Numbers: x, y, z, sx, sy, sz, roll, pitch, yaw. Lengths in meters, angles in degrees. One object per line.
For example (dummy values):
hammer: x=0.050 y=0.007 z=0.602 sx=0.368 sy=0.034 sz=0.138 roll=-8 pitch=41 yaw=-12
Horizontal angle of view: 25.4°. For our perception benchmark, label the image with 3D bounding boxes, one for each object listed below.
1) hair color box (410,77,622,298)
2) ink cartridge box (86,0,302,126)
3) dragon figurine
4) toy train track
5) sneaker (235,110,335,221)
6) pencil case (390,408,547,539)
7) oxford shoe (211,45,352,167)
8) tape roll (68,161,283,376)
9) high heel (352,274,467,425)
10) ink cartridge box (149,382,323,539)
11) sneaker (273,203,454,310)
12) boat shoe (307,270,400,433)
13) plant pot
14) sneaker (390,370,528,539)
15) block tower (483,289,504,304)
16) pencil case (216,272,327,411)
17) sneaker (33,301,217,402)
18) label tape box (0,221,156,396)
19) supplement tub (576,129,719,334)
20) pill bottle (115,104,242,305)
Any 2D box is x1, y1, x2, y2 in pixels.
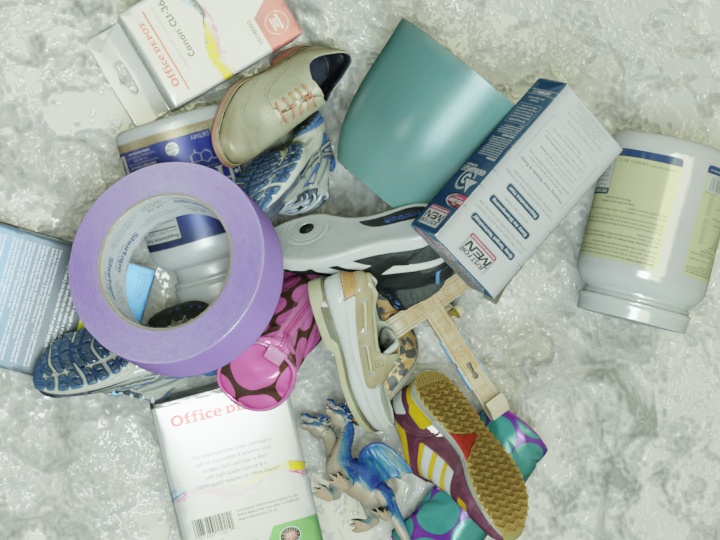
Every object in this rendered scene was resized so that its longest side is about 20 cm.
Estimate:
hair color box: x=0.154 y=-0.082 z=1.570 sx=0.200 sy=0.061 sz=0.100 roll=-49 pitch=116 yaw=-7
ink cartridge box: x=-0.177 y=-0.247 z=1.685 sx=0.200 sy=0.067 sz=0.117 roll=-33 pitch=97 yaw=-8
dragon figurine: x=0.013 y=0.222 z=1.690 sx=0.200 sy=0.059 sz=0.099 roll=39 pitch=42 yaw=-5
toy train track: x=0.100 y=0.070 z=1.705 sx=0.115 sy=0.033 sz=0.200 roll=-34 pitch=94 yaw=-19
sneaker: x=-0.067 y=-0.091 z=1.663 sx=0.077 sy=0.200 sz=0.085 roll=-15 pitch=115 yaw=28
pencil case: x=0.116 y=0.244 z=1.750 sx=0.092 sy=0.085 sz=0.200 roll=36 pitch=84 yaw=25
oxford shoe: x=-0.082 y=-0.178 z=1.656 sx=0.200 sy=0.074 sz=0.071 roll=-53 pitch=125 yaw=-37
tape roll: x=-0.178 y=-0.001 z=1.545 sx=0.200 sy=0.066 sz=0.201 roll=-4 pitch=74 yaw=15
high heel: x=0.006 y=0.056 z=1.736 sx=0.142 sy=0.071 sz=0.200 roll=34 pitch=83 yaw=-4
ink cartridge box: x=-0.133 y=0.218 z=1.703 sx=0.144 sy=0.084 sz=0.200 roll=-14 pitch=95 yaw=-9
sneaker: x=0.000 y=0.000 z=1.645 sx=0.200 sy=0.073 sz=0.112 roll=-6 pitch=133 yaw=17
boat shoe: x=0.008 y=0.086 z=1.632 sx=0.068 sy=0.075 sz=0.200 roll=-17 pitch=128 yaw=6
plant pot: x=0.072 y=-0.139 z=1.679 sx=0.200 sy=0.201 sz=0.161 roll=38 pitch=96 yaw=-10
sneaker: x=0.102 y=0.207 z=1.690 sx=0.075 sy=0.090 sz=0.200 roll=-15 pitch=67 yaw=-39
block tower: x=0.173 y=-0.052 z=1.703 sx=0.058 sy=0.200 sz=0.054 roll=32 pitch=43 yaw=2
pencil case: x=-0.076 y=0.062 z=1.649 sx=0.094 sy=0.200 sz=0.091 roll=-35 pitch=103 yaw=30
sneaker: x=-0.230 y=0.103 z=1.623 sx=0.200 sy=0.077 sz=0.085 roll=-13 pitch=135 yaw=1
label tape box: x=-0.332 y=0.037 z=1.668 sx=0.200 sy=0.063 sz=0.145 roll=17 pitch=89 yaw=-18
supplement tub: x=0.320 y=-0.042 z=1.746 sx=0.145 sy=0.145 sz=0.200 roll=14 pitch=90 yaw=-11
pill bottle: x=-0.172 y=-0.063 z=1.667 sx=0.119 sy=0.120 sz=0.200 roll=-18 pitch=96 yaw=-9
